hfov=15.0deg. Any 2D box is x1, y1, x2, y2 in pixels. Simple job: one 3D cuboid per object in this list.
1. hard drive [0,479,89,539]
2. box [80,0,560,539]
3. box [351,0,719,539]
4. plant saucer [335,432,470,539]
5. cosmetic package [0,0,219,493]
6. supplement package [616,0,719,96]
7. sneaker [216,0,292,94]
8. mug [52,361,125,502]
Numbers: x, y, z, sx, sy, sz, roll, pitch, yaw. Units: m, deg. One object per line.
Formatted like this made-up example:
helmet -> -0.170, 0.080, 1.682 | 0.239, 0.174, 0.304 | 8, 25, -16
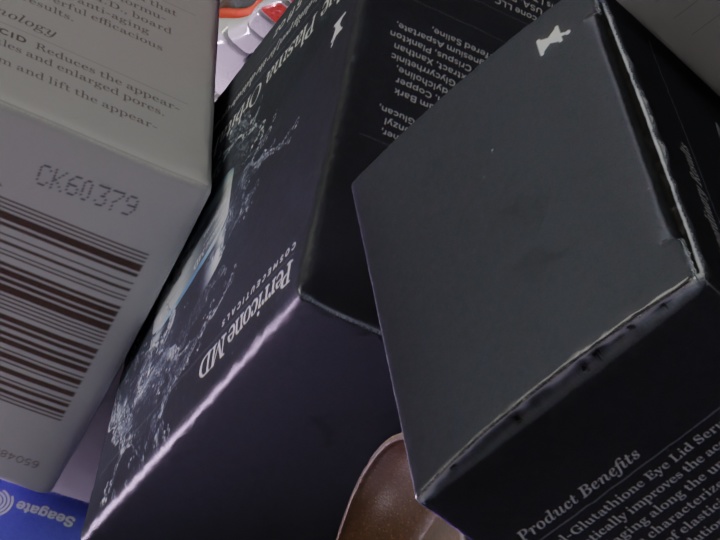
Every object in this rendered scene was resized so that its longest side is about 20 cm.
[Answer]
hard drive -> -0.138, 0.175, 1.056 | 0.131, 0.025, 0.201 | 15, 51, 14
box -> 0.000, 0.000, 1.028 | 0.197, 0.117, 0.201 | -48, 25, 48
box -> 0.105, 0.038, 0.812 | 0.104, 0.200, 0.148 | -39, 32, 20
plant saucer -> 0.020, 0.155, 0.898 | 0.200, 0.032, 0.202 | -174, 90, -76
cosmetic package -> -0.161, -0.053, 1.112 | 0.165, 0.164, 0.201 | -60, 17, 28
supplement package -> 0.176, -0.095, 0.854 | 0.121, 0.200, 0.120 | -38, 32, 23
sneaker -> -0.010, -0.128, 1.276 | 0.199, 0.077, 0.082 | -1, 51, 53
mug -> -0.196, 0.082, 1.211 | 0.187, 0.153, 0.150 | -56, 26, 14
